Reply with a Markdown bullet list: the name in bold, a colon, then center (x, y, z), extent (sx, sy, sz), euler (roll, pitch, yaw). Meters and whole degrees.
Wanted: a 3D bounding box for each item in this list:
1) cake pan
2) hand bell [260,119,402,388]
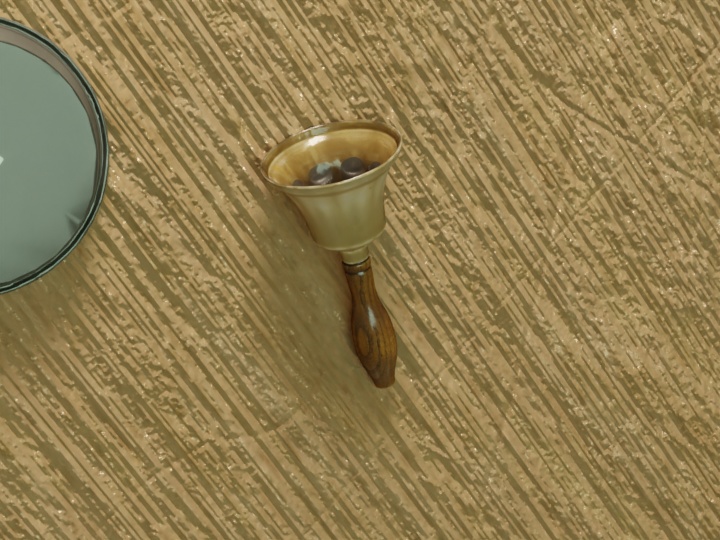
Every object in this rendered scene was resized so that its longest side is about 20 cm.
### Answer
- **cake pan**: center (-0.267, -0.075, 1.183), extent (0.200, 0.037, 0.201), euler (-4, 101, -19)
- **hand bell**: center (0.000, 0.000, 1.284), extent (0.104, 0.104, 0.200), euler (-22, 120, -15)
